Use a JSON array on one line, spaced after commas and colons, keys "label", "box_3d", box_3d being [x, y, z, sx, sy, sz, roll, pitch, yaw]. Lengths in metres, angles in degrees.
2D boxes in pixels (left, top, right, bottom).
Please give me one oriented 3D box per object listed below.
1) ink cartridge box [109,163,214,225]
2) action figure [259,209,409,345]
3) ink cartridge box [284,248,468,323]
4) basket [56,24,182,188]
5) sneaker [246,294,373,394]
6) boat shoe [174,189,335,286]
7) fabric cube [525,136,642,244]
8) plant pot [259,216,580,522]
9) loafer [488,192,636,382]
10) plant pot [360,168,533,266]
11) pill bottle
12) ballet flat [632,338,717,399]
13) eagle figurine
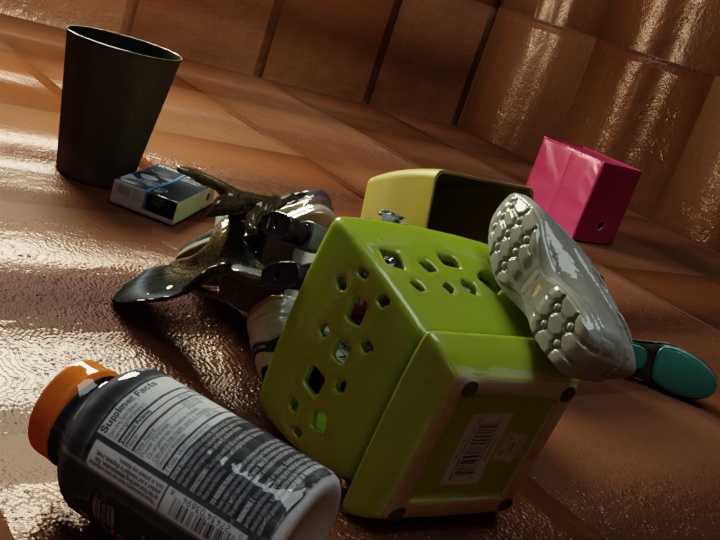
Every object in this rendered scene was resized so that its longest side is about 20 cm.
[{"label": "ink cartridge box", "box_3d": [-0.280, -0.118, 1.301, 0.099, 0.040, 0.200, 20, 16, 3]}, {"label": "action figure", "box_3d": [0.000, 0.000, 0.838, 0.199, 0.132, 0.069, 17, -16, -37]}, {"label": "ink cartridge box", "box_3d": [0.032, 0.033, 0.970, 0.198, 0.084, 0.146, 19, -15, -24]}, {"label": "basket", "box_3d": [-0.363, -0.233, 1.282, 0.135, 0.202, 0.180, 31, 21, 32]}, {"label": "sneaker", "box_3d": [-0.026, 0.098, 0.882, 0.199, 0.076, 0.088, 19, 42, -29]}, {"label": "boat shoe", "box_3d": [-0.121, -0.040, 1.027, 0.065, 0.198, 0.072, -94, 159, -48]}, {"label": "fabric cube", "box_3d": [0.550, -0.199, 2.220, 0.195, 0.201, 0.200, 5, 22, -44]}, {"label": "plant pot", "box_3d": [0.056, 0.094, 0.752, 0.198, 0.201, 0.182, 8, 27, -36]}, {"label": "loafer", "box_3d": [0.160, 0.012, 0.718, 0.069, 0.070, 0.201, 19, 35, -30]}, {"label": "plant pot", "box_3d": [0.100, -0.044, 1.264, 0.199, 0.202, 0.176, 5, 10, -40]}, {"label": "pill bottle", "box_3d": [-0.120, 0.132, 0.572, 0.199, 0.107, 0.106, 26, 18, 20]}, {"label": "ballet flat", "box_3d": [0.413, 0.127, 1.272, 0.198, 0.069, 0.068, 20, 8, 1]}, {"label": "eagle figurine", "box_3d": [-0.144, -0.008, 0.906, 0.151, 0.200, 0.151, 37, 33, 0]}]
